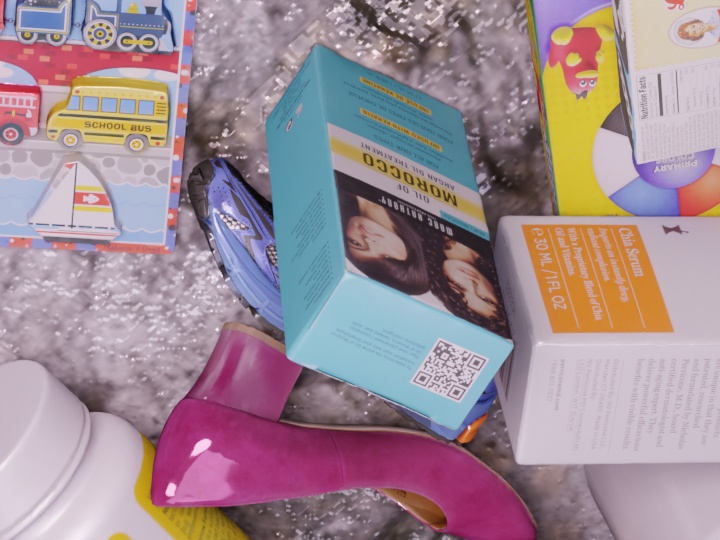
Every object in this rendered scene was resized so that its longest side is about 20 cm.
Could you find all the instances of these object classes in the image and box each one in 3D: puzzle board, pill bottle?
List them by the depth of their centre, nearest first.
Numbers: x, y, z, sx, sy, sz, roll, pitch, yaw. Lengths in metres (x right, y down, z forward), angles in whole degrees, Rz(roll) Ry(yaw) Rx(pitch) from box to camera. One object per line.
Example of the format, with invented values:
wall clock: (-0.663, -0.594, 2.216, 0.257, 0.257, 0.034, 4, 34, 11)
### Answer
puzzle board: (-0.178, -0.075, 1.237, 0.200, 0.017, 0.151, 3, 121, -7)
pill bottle: (-0.122, 0.141, 1.318, 0.114, 0.114, 0.200, -35, 118, 15)

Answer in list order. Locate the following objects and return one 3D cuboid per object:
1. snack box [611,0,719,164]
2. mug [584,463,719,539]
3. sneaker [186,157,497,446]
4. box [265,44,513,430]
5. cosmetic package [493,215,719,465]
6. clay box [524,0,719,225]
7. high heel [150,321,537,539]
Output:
snack box: (0.162, -0.126, 1.128, 0.116, 0.037, 0.200, -11, 145, 1)
mug: (0.211, 0.127, 1.319, 0.187, 0.153, 0.149, 9, 120, -11)
sneaker: (0.000, 0.000, 1.276, 0.200, 0.075, 0.078, 34, 104, -32)
box: (0.009, -0.019, 1.181, 0.082, 0.200, 0.049, 24, 117, -19)
cosmetic package: (0.163, 0.030, 1.230, 0.200, 0.101, 0.071, 0, 125, -9)
clay box: (0.143, -0.058, 1.260, 0.115, 0.048, 0.200, -10, 121, 0)
high heel: (-0.006, 0.111, 1.311, 0.200, 0.067, 0.096, 34, 71, -27)
